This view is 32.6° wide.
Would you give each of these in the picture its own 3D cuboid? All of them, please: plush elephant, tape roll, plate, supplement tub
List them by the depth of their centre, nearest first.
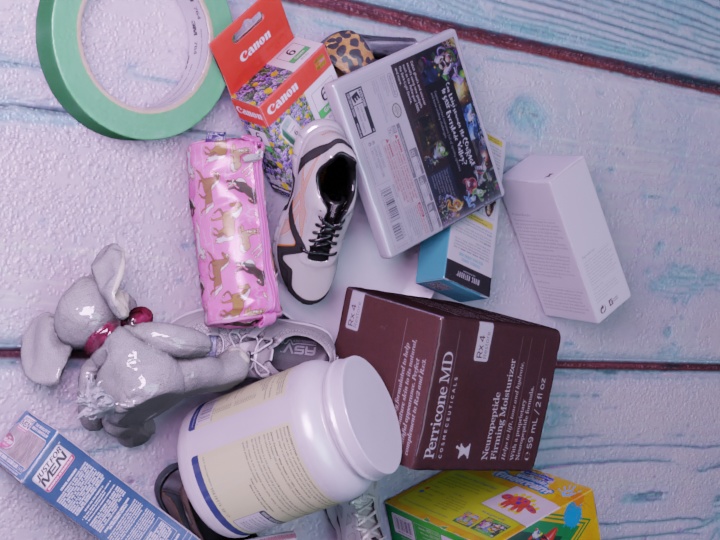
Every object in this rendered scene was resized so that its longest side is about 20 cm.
[{"bbox_3d":[-0.238,0.071,1.204,0.156,0.164,0.200,62,18,17],"label":"plush elephant"},{"bbox_3d":[-0.222,-0.232,1.233,0.198,0.048,0.204,-3,96,-34],"label":"tape roll"},{"bbox_3d":[-0.072,0.178,1.262,0.145,0.198,0.146,49,28,-39],"label":"supplement tub"},{"bbox_3d":[0.000,0.000,1.421,0.200,0.032,0.201,40,73,-31],"label":"plate"}]

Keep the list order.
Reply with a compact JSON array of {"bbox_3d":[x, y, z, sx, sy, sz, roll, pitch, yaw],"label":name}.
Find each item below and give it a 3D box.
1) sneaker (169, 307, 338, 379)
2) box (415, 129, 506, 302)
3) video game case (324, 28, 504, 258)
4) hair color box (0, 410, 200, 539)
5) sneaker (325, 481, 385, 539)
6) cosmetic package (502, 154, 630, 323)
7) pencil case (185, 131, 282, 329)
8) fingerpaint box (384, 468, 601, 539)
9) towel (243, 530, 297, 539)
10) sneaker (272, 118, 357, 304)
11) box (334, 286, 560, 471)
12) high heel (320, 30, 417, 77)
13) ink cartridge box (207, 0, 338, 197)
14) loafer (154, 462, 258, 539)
[{"bbox_3d":[-0.115,0.078,1.304,0.197,0.082,0.076,-1,96,-18],"label":"sneaker"},{"bbox_3d":[0.120,-0.072,1.457,0.082,0.049,0.203,22,69,-39],"label":"box"},{"bbox_3d":[0.064,-0.141,1.364,0.181,0.023,0.202,-28,107,-29],"label":"video game case"},{"bbox_3d":[-0.261,0.227,1.220,0.200,0.100,0.061,46,71,-29],"label":"hair color box"},{"bbox_3d":[0.017,0.300,1.412,0.075,0.115,0.204,-6,98,-34],"label":"sneaker"},{"bbox_3d":[0.257,-0.041,1.555,0.071,0.101,0.202,-34,114,-28],"label":"cosmetic package"},{"bbox_3d":[-0.130,-0.038,1.268,0.082,0.086,0.203,-4,83,-18],"label":"pencil case"},{"bbox_3d":[0.154,0.298,1.457,0.165,0.199,0.074,-21,108,-32],"label":"fingerpaint box"},{"bbox_3d":[-0.143,0.377,1.310,0.145,0.030,0.203,-1,106,-46],"label":"towel"},{"bbox_3d":[-0.046,-0.052,1.295,0.073,0.080,0.203,-3,115,-21],"label":"sneaker"},{"bbox_3d":[0.089,0.123,1.378,0.198,0.163,0.169,8,95,-41],"label":"box"},{"bbox_3d":[0.013,-0.168,1.387,0.141,0.071,0.203,-5,86,-37],"label":"high heel"},{"bbox_3d":[-0.076,-0.184,1.304,0.109,0.050,0.201,-47,137,-24],"label":"ink cartridge box"},{"bbox_3d":[-0.148,0.292,1.327,0.072,0.063,0.201,-46,118,-21],"label":"loafer"}]
